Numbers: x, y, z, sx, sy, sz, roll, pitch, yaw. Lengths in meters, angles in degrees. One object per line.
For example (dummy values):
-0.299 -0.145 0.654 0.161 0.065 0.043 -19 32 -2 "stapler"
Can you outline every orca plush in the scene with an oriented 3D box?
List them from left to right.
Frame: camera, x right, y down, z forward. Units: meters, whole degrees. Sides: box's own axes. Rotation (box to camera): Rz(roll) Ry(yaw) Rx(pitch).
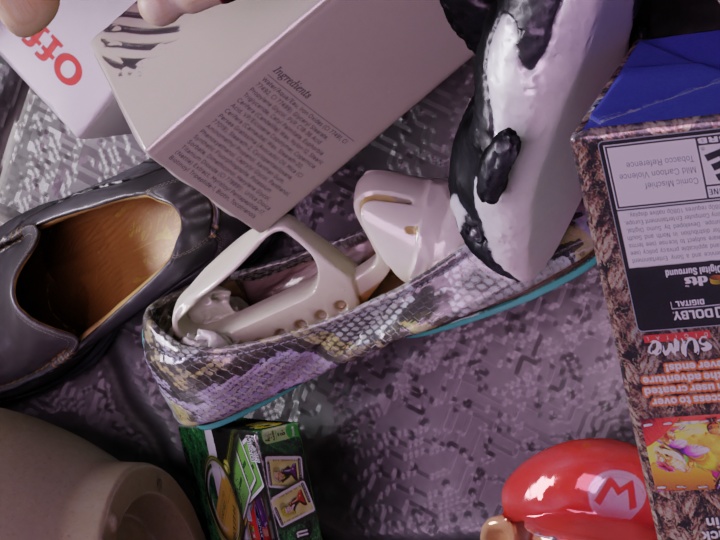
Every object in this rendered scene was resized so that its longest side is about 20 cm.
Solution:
0.051 -0.086 1.028 0.071 0.105 0.200 30 150 20 "orca plush"

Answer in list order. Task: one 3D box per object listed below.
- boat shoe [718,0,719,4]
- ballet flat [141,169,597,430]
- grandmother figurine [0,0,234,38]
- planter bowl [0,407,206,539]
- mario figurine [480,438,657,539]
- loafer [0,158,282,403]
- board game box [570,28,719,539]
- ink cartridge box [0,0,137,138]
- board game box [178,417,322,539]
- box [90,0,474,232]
0.188 -0.172 1.003 0.200 0.074 0.069 -39 84 2 "boat shoe"
0.000 0.000 1.130 0.200 0.072 0.072 -24 87 18 "ballet flat"
-0.042 -0.136 1.042 0.200 0.061 0.121 -4 64 35 "grandmother figurine"
-0.138 0.143 1.172 0.135 0.200 0.200 -9 94 19 "planter bowl"
0.075 0.160 1.110 0.106 0.123 0.200 28 113 33 "mario figurine"
-0.127 0.004 1.207 0.200 0.072 0.073 -33 84 27 "loafer"
0.178 0.019 1.006 0.159 0.097 0.200 -5 112 22 "board game box"
-0.082 -0.173 1.152 0.146 0.086 0.200 46 113 12 "ink cartridge box"
-0.030 0.158 1.178 0.023 0.105 0.200 -13 93 -18 "board game box"
0.002 -0.111 1.089 0.200 0.082 0.068 -39 51 12 "box"
